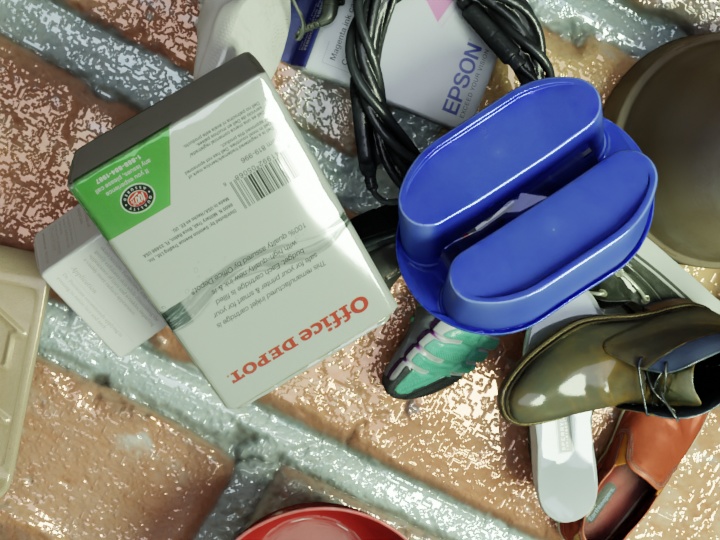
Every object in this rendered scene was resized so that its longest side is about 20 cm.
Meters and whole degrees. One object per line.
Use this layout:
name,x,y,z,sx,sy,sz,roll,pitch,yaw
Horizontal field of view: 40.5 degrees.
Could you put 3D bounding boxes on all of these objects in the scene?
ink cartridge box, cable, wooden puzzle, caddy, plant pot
ink cartridge box,0.029,-0.236,0.777,0.199,0.043,0.197,19,96,-10
cable,0.070,-0.150,0.749,0.162,0.051,0.201,-7,101,-4
wooden puzzle,-0.352,0.068,0.777,0.184,0.046,0.201,12,92,-8
ink cartridge box,-0.085,-0.025,0.682,0.146,0.083,0.201,-30,116,-1
caddy,0.118,-0.043,0.703,0.199,0.105,0.142,-32,75,0
plant pot,0.305,-0.092,0.762,0.199,0.174,0.201,-1,98,-5

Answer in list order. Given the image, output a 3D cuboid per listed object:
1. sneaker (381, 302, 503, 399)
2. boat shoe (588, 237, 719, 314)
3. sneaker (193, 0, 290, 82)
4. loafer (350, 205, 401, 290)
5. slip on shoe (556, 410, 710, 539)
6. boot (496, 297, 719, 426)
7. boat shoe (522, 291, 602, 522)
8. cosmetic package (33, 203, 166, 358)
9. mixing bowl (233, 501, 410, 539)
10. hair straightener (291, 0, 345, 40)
sneaker,0.084,0.020,0.818,0.200,0.088,0.074,-45,140,18
boat shoe,0.215,0.001,0.815,0.200,0.071,0.064,36,89,-11
sneaker,-0.101,-0.211,0.738,0.088,0.075,0.201,9,71,19
loafer,0.000,0.000,0.797,0.199,0.073,0.073,-21,110,6
slip on shoe,0.246,0.164,0.847,0.074,0.061,0.200,36,91,-8
boot,0.207,0.076,0.741,0.199,0.097,0.075,-21,106,-14
boat shoe,0.170,0.108,0.827,0.069,0.066,0.201,-5,97,0
cosmetic package,-0.140,-0.035,0.755,0.200,0.074,0.102,-35,126,-2
mixing bowl,-0.039,0.271,0.805,0.199,0.108,0.201,-1,99,-7
hair straightener,-0.036,-0.274,0.727,0.077,0.041,0.201,4,98,-46
